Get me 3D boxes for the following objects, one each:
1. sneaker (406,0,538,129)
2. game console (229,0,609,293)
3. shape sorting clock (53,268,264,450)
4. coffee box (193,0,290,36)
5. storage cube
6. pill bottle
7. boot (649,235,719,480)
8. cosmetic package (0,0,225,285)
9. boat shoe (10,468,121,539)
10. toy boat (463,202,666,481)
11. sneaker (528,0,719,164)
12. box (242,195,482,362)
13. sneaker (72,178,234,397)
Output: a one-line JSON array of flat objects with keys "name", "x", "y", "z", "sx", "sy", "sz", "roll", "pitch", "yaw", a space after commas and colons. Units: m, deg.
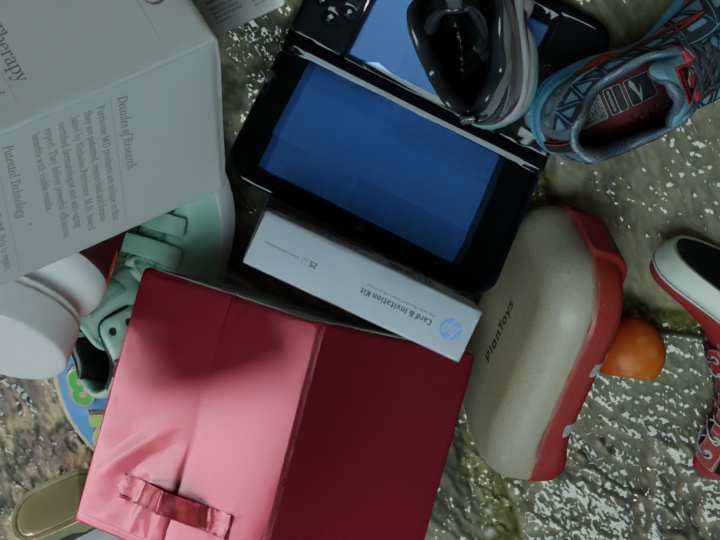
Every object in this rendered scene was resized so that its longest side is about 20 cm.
[{"name": "sneaker", "x": 0.067, "y": -0.188, "z": 1.493, "sx": 0.078, "sy": 0.140, "sz": 0.201, "roll": -10, "pitch": 93, "yaw": 16}, {"name": "game console", "x": 0.041, "y": -0.114, "z": 1.580, "sx": 0.200, "sy": 0.118, "sz": 0.171, "roll": 26, "pitch": 121, "yaw": -4}, {"name": "shape sorting clock", "x": -0.134, "y": 0.081, "z": 1.773, "sx": 0.199, "sy": 0.039, "sz": 0.200, "roll": 5, "pitch": 120, "yaw": 8}, {"name": "coffee box", "x": -0.106, "y": -0.256, "z": 1.511, "sx": 0.080, "sy": 0.113, "sz": 0.200, "roll": -23, "pitch": 102, "yaw": 22}, {"name": "storage cube", "x": -0.056, "y": 0.112, "z": 1.605, "sx": 0.171, "sy": 0.200, "sz": 0.180, "roll": 16, "pitch": 91, "yaw": 39}, {"name": "pill bottle", "x": -0.209, "y": -0.038, "z": 1.567, "sx": 0.114, "sy": 0.200, "sz": 0.114, "roll": 13, "pitch": 154, "yaw": 6}, {"name": "boot", "x": 0.252, "y": 0.075, "z": 1.674, "sx": 0.200, "sy": 0.072, "sz": 0.144, "roll": 37, "pitch": 121, "yaw": -14}, {"name": "cosmetic package", "x": -0.207, "y": -0.115, "z": 1.447, "sx": 0.200, "sy": 0.168, "sz": 0.166, "roll": -25, "pitch": 154, "yaw": -14}, {"name": "boat shoe", "x": -0.160, "y": 0.174, "z": 1.781, "sx": 0.200, "sy": 0.075, "sz": 0.068, "roll": -17, "pitch": 138, "yaw": 21}, {"name": "toy boat", "x": 0.152, "y": 0.056, "z": 1.664, "sx": 0.130, "sy": 0.131, "sz": 0.200, "roll": 8, "pitch": 124, "yaw": -20}, {"name": "sneaker", "x": 0.208, "y": -0.123, "z": 1.532, "sx": 0.200, "sy": 0.096, "sz": 0.079, "roll": -33, "pitch": 107, "yaw": 3}, {"name": "box", "x": 0.000, "y": 0.000, "z": 1.608, "sx": 0.156, "sy": 0.200, "sz": 0.041, "roll": 25, "pitch": 96, "yaw": -4}, {"name": "sneaker", "x": -0.153, "y": -0.007, "z": 1.653, "sx": 0.074, "sy": 0.118, "sz": 0.201, "roll": 13, "pitch": 109, "yaw": 40}]
